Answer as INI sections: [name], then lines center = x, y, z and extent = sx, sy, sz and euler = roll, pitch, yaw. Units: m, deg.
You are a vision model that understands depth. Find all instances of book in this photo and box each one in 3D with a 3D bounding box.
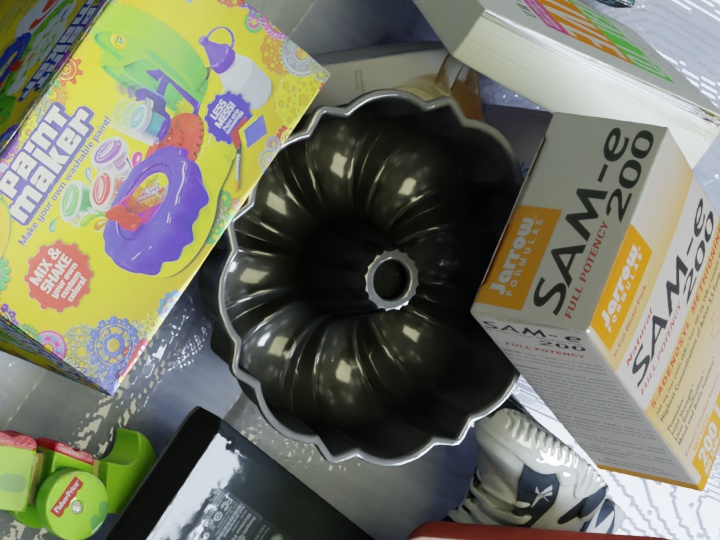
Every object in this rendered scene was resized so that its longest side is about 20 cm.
[book]
center = 0.105, -0.136, 1.321
extent = 0.200, 0.134, 0.048
euler = 20, 115, -38

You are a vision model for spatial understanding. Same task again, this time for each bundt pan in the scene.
[bundt pan]
center = 0.000, 0.000, 1.219
extent = 0.202, 0.076, 0.202
euler = -4, 100, -27

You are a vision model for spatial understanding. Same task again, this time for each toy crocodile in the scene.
[toy crocodile]
center = -0.204, 0.110, 1.244
extent = 0.200, 0.067, 0.062
euler = 9, 87, -30

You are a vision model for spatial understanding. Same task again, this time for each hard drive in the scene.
[hard drive]
center = -0.067, 0.186, 1.310
extent = 0.200, 0.033, 0.140
euler = 43, 76, -41

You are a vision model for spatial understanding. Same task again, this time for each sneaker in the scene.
[sneaker]
center = 0.081, 0.155, 1.357
extent = 0.130, 0.079, 0.199
euler = -47, 158, -3

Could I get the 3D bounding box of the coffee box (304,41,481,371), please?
[coffee box]
center = 0.011, -0.027, 1.320
extent = 0.114, 0.080, 0.200
euler = -10, 101, -26

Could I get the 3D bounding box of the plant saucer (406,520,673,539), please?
[plant saucer]
center = 0.090, 0.218, 1.348
extent = 0.200, 0.037, 0.200
euler = 7, 131, -17

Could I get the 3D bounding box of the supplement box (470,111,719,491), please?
[supplement box]
center = 0.148, 0.020, 1.236
extent = 0.200, 0.073, 0.126
euler = 48, 59, -51

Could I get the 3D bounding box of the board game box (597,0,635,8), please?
[board game box]
center = 0.098, -0.252, 1.375
extent = 0.200, 0.028, 0.136
euler = 16, 89, -28

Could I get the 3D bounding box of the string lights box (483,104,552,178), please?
[string lights box]
center = 0.159, -0.021, 1.392
extent = 0.200, 0.103, 0.059
euler = 36, 81, -26

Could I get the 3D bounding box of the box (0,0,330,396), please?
[box]
center = -0.152, -0.061, 1.179
extent = 0.122, 0.193, 0.200
euler = 39, 79, -25
